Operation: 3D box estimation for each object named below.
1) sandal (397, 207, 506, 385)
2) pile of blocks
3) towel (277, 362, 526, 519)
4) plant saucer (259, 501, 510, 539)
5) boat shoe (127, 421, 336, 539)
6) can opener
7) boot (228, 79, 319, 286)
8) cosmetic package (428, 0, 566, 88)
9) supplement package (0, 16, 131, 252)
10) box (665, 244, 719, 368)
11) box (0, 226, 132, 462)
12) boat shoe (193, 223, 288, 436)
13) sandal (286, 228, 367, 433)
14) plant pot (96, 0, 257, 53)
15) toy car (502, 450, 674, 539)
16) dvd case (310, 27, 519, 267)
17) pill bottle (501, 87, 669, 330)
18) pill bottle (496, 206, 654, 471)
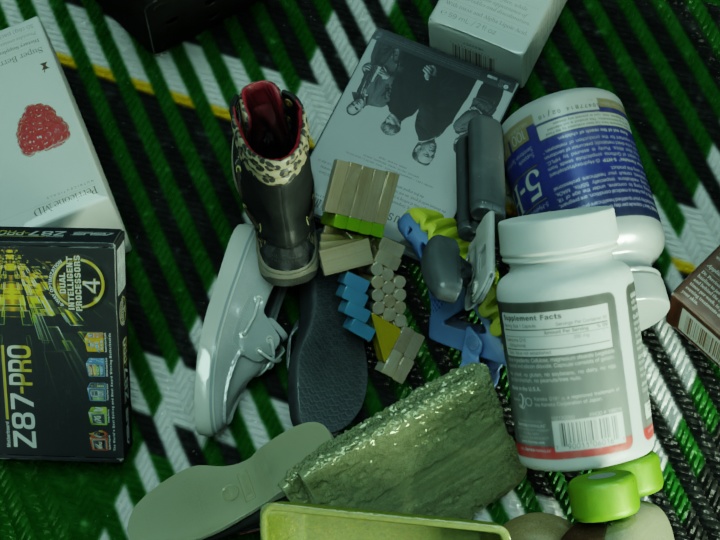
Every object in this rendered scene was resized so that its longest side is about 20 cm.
[{"bbox_3d":[0.088,0.032,1.643,0.087,0.079,0.201,-42,68,23],"label":"sandal"},{"bbox_3d":[0.000,0.000,1.646,0.081,0.062,0.202,-11,97,-14],"label":"pile of blocks"},{"bbox_3d":[0.038,0.169,1.568,0.199,0.149,0.037,-30,38,-9],"label":"towel"},{"bbox_3d":[0.023,0.269,1.518,0.198,0.201,0.048,4,26,10],"label":"plant saucer"},{"bbox_3d":[-0.101,0.195,1.597,0.200,0.063,0.074,-24,50,10],"label":"boat shoe"},{"bbox_3d":[0.087,-0.053,1.603,0.066,0.053,0.201,15,47,-16],"label":"can opener"},{"bbox_3d":[-0.079,-0.104,1.639,0.073,0.151,0.201,-8,49,-2],"label":"boot"},{"bbox_3d":[0.149,-0.283,1.779,0.101,0.074,0.201,22,72,12],"label":"cosmetic package"},{"bbox_3d":[-0.302,-0.102,1.705,0.121,0.120,0.201,-22,68,-6],"label":"supplement package"},{"bbox_3d":[0.369,-0.002,1.650,0.200,0.075,0.100,-43,71,-12],"label":"box"},{"bbox_3d":[-0.279,0.063,1.613,0.160,0.049,0.202,3,109,5],"label":"box"},{"bbox_3d":[-0.098,0.054,1.661,0.068,0.072,0.201,8,59,10],"label":"boat shoe"},{"bbox_3d":[-0.033,0.060,1.661,0.076,0.043,0.201,25,52,-29],"label":"sandal"},{"bbox_3d":[-0.180,-0.325,1.760,0.199,0.200,0.178,-29,79,-9],"label":"plant pot"},{"bbox_3d":[0.149,0.246,1.529,0.199,0.158,0.166,-9,92,23],"label":"toy car"},{"bbox_3d":[0.040,-0.114,1.741,0.149,0.025,0.201,23,72,12],"label":"dvd case"},{"bbox_3d":[0.200,-0.046,1.651,0.119,0.120,0.201,-14,67,-2],"label":"pill bottle"},{"bbox_3d":[0.171,0.053,1.531,0.113,0.114,0.202,-8,95,0],"label":"pill bottle"}]
